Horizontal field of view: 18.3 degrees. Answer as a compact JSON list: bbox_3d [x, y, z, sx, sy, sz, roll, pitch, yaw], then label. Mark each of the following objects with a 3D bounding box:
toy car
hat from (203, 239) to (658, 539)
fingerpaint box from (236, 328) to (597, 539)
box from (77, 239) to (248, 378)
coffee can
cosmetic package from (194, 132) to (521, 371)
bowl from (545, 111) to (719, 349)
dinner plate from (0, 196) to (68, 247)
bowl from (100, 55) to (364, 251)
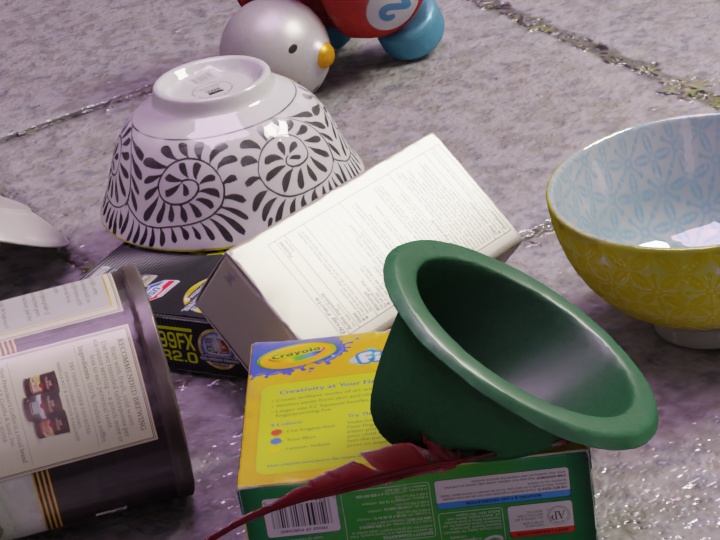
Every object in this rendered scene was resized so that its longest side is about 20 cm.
[{"bbox_3d":[-0.047,-0.204,1.902,0.177,0.184,0.200,7,60,29],"label":"toy car"},{"bbox_3d":[0.036,0.097,1.241,0.200,0.176,0.166,27,23,-13],"label":"hat"},{"bbox_3d":[0.034,0.102,1.326,0.200,0.073,0.167,-7,28,3],"label":"fingerpaint box"},{"bbox_3d":[-0.098,0.002,1.599,0.160,0.044,0.200,6,31,30],"label":"box"},{"bbox_3d":[-0.215,0.090,1.355,0.200,0.147,0.146,-14,27,-8],"label":"coffee can"},{"bbox_3d":[0.000,0.000,1.492,0.200,0.071,0.105,-30,76,-35],"label":"cosmetic package"},{"bbox_3d":[0.225,-0.014,1.449,0.200,0.108,0.200,-9,27,4],"label":"bowl"},{"bbox_3d":[-0.317,-0.051,1.694,0.200,0.024,0.200,14,4,-1],"label":"dinner plate"},{"bbox_3d":[-0.101,-0.100,1.650,0.200,0.094,0.201,-7,26,3],"label":"bowl"}]
